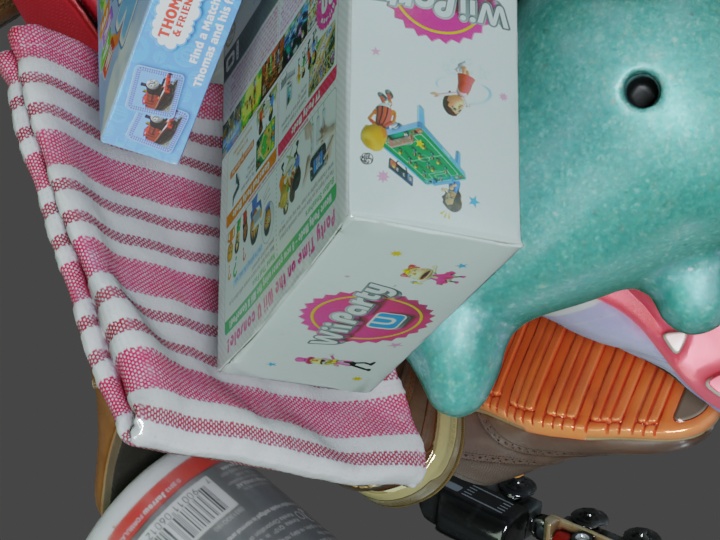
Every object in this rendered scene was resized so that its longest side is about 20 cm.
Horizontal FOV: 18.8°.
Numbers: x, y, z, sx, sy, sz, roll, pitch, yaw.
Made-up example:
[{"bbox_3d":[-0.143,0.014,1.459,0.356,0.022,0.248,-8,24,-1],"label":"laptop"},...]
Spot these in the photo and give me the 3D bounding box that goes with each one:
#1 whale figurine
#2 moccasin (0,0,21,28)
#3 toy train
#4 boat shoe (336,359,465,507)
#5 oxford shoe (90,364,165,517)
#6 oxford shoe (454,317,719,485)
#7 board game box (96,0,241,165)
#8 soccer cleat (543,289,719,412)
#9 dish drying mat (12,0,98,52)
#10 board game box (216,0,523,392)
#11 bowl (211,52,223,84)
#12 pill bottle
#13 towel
[{"bbox_3d":[0.080,-0.036,0.822,0.200,0.104,0.159,-43,84,2],"label":"whale figurine"},{"bbox_3d":[-0.233,-0.210,1.087,0.074,0.078,0.202,-7,104,40],"label":"moccasin"},{"bbox_3d":[0.111,0.134,0.980,0.200,0.046,0.034,21,121,31],"label":"toy train"},{"bbox_3d":[0.000,0.000,0.948,0.072,0.068,0.200,-19,63,26],"label":"boat shoe"},{"bbox_3d":[-0.110,0.041,1.109,0.071,0.071,0.200,25,112,35],"label":"oxford shoe"},{"bbox_3d":[0.076,0.059,0.977,0.200,0.071,0.073,6,140,35],"label":"oxford shoe"},{"bbox_3d":[-0.054,-0.162,0.821,0.037,0.151,0.200,15,118,-16],"label":"board game box"},{"bbox_3d":[0.117,0.010,0.906,0.200,0.076,0.067,24,86,3],"label":"soccer cleat"},{"bbox_3d":[-0.094,-0.060,0.996,0.200,0.018,0.077,54,155,-12],"label":"dish drying mat"},{"bbox_3d":[0.000,-0.076,0.777,0.148,0.064,0.200,133,143,-60],"label":"board game box"},{"bbox_3d":[-0.056,-0.193,0.954,0.200,0.075,0.200,-38,83,42],"label":"bowl"},{"bbox_3d":[-0.038,0.186,1.077,0.200,0.116,0.116,39,129,19],"label":"pill bottle"},{"bbox_3d":[-0.057,-0.007,0.852,0.030,0.146,0.200,-45,51,32],"label":"towel"}]
